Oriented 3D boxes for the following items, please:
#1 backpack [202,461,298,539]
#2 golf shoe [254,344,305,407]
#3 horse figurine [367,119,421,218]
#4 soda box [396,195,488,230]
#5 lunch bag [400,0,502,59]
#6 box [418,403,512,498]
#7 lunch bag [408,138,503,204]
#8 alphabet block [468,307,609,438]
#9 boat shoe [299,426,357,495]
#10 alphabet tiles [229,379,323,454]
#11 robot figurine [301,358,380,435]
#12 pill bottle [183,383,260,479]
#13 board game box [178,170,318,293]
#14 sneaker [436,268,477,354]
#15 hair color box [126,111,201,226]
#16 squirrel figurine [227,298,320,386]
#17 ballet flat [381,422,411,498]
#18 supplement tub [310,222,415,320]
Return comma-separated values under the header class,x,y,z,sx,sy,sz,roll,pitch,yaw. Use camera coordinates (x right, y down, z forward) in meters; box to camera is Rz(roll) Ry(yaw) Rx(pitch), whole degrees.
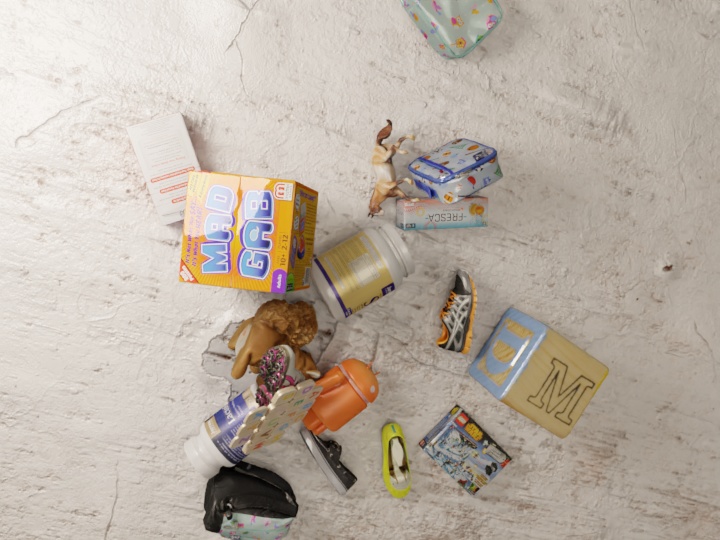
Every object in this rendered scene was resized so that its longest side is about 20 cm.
class,x,y,z,sx,sy,sz,roll,pitch,yaw
backpack,-0.240,0.518,1.435,0.199,0.167,0.127,20,115,-20
golf shoe,-0.153,0.210,1.299,0.092,0.073,0.200,-20,145,-34
horse figurine,0.063,-0.215,1.388,0.050,0.132,0.201,-15,100,-41
soda box,0.181,-0.128,1.450,0.199,0.064,0.069,-3,101,-12
lunch bag,0.192,-0.553,1.365,0.160,0.077,0.200,-44,107,-4
box,0.256,0.439,1.589,0.137,0.040,0.200,-44,107,-1
lunch bag,0.193,-0.208,1.366,0.160,0.200,0.076,-26,114,-8
alphabet block,0.405,0.231,1.508,0.200,0.195,0.197,32,94,-16
boat shoe,-0.068,0.424,1.494,0.066,0.070,0.200,-34,107,-13
alphabet tiles,-0.165,0.295,1.312,0.195,0.015,0.200,-11,141,-48
robot figurine,-0.043,0.274,1.443,0.200,0.117,0.144,-37,107,-5
pill bottle,-0.269,0.346,1.402,0.200,0.116,0.116,-38,107,-5
board game box,-0.204,-0.070,1.242,0.199,0.200,0.201,6,92,8
sneaker,0.219,0.095,1.498,0.077,0.078,0.201,3,99,-5
hair color box,-0.375,-0.201,1.300,0.111,0.064,0.201,-19,103,-11
squirrel figurine,-0.158,0.161,1.387,0.186,0.142,0.200,31,95,-24
ballet flat,0.086,0.457,1.536,0.067,0.067,0.201,-11,103,-12
supplement tub,0.000,0.000,1.387,0.200,0.145,0.146,-30,106,-6
